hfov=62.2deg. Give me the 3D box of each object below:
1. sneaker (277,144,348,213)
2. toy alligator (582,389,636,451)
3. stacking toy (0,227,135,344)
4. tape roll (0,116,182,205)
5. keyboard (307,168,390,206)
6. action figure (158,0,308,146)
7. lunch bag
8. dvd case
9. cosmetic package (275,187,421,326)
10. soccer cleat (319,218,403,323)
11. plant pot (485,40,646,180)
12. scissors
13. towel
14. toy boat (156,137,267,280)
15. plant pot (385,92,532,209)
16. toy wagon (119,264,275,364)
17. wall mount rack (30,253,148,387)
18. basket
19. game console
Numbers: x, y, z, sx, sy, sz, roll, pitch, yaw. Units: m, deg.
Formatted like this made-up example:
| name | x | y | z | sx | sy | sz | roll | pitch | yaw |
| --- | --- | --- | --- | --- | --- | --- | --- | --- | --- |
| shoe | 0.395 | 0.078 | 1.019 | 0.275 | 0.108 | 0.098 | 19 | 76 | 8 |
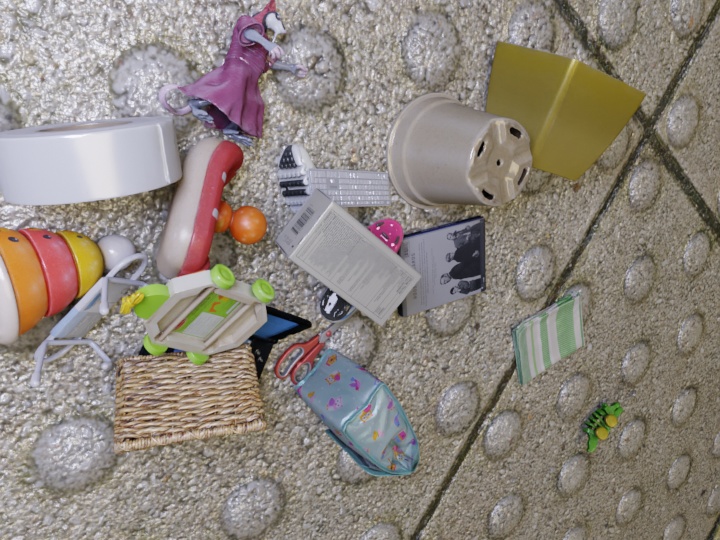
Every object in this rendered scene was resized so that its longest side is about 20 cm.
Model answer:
| name | x | y | z | sx | sy | sz | roll | pitch | yaw |
| --- | --- | --- | --- | --- | --- | --- | --- | --- | --- |
| sneaker | -0.067 | -0.109 | 0.935 | 0.081 | 0.075 | 0.202 | -39 | 124 | -31 |
| toy alligator | 0.613 | 0.362 | 1.496 | 0.054 | 0.059 | 0.200 | 40 | 80 | 8 |
| stacking toy | -0.382 | -0.006 | 0.756 | 0.199 | 0.145 | 0.148 | -23 | 117 | -45 |
| tape roll | -0.311 | -0.133 | 0.693 | 0.200 | 0.202 | 0.072 | -14 | 111 | -27 |
| keyboard | -0.013 | -0.130 | 0.943 | 0.199 | 0.011 | 0.057 | -9 | 100 | -52 |
| action figure | -0.162 | -0.282 | 0.823 | 0.147 | 0.134 | 0.203 | 15 | 83 | 9 |
| lunch bag | 0.005 | 0.253 | 1.018 | 0.122 | 0.170 | 0.201 | -45 | 126 | -15 |
| dvd case | 0.153 | -0.009 | 1.119 | 0.198 | 0.025 | 0.153 | -15 | 112 | -26 |
| cosmetic package | -0.015 | -0.017 | 0.882 | 0.199 | 0.073 | 0.104 | 39 | 92 | -34 |
| soccer cleat | 0.000 | 0.000 | 1.001 | 0.070 | 0.086 | 0.201 | 37 | 89 | 9 |
| plant pot | 0.336 | -0.273 | 1.059 | 0.198 | 0.200 | 0.179 | 8 | 111 | -32 |
| scissors | -0.068 | 0.112 | 1.026 | 0.201 | 0.014 | 0.073 | -51 | 122 | -7 |
| towel | 0.424 | 0.150 | 1.332 | 0.198 | 0.023 | 0.154 | -26 | 117 | -23 |
| toy boat | -0.188 | -0.074 | 0.799 | 0.129 | 0.130 | 0.203 | 16 | 67 | -22 |
| plant pot | 0.172 | -0.187 | 0.981 | 0.198 | 0.183 | 0.204 | -9 | 109 | -28 |
| toy wagon | -0.210 | 0.051 | 0.757 | 0.155 | 0.040 | 0.199 | -41 | 142 | 20 |
| wall mount rack | -0.336 | 0.069 | 0.754 | 0.075 | 0.174 | 0.200 | 44 | 93 | 8 |
| basket | -0.239 | 0.211 | 0.842 | 0.197 | 0.150 | 0.144 | -5 | 134 | -18 |
| game console | -0.203 | 0.114 | 0.884 | 0.198 | 0.116 | 0.178 | 23 | 92 | -33 |
